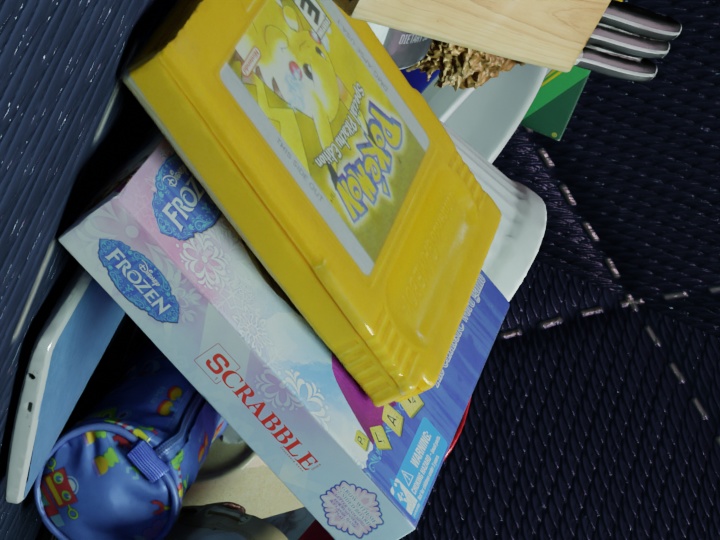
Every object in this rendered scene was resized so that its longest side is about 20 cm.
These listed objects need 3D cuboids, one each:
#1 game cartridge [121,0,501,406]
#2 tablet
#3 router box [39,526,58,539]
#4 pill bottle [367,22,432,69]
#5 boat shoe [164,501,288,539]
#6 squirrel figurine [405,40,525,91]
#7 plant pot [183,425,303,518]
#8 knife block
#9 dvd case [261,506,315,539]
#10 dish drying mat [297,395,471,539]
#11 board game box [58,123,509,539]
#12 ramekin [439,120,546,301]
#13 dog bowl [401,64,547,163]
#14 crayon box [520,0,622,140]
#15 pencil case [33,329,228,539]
[{"bbox_3d":[-0.013,-0.056,0.990,0.032,0.200,0.176,-28,-160,30],"label":"game cartridge"},{"bbox_3d":[-0.125,0.006,1.049,0.130,0.014,0.200,110,3,-47],"label":"tablet"},{"bbox_3d":[-0.193,0.246,1.300,0.149,0.051,0.201,89,22,-85],"label":"router box"},{"bbox_3d":[0.016,-0.210,1.071,0.106,0.106,0.201,-63,175,-62],"label":"pill bottle"},{"bbox_3d":[-0.079,0.162,1.175,0.069,0.074,0.200,-30,-173,-15],"label":"boat shoe"},{"bbox_3d":[0.064,-0.209,1.258,0.187,0.141,0.201,37,36,-80],"label":"squirrel figurine"},{"bbox_3d":[-0.088,0.131,1.425,0.200,0.187,0.188,76,35,-63],"label":"plant pot"},{"bbox_3d":[0.075,-0.135,1.053,0.200,0.064,0.176,-32,138,-14],"label":"knife block"},{"bbox_3d":[-0.079,0.205,1.237,0.199,0.022,0.146,-19,-144,38],"label":"dvd case"},{"bbox_3d":[-0.004,0.131,1.126,0.200,0.018,0.077,-52,-169,32],"label":"dish drying mat"},{"bbox_3d":[-0.026,0.002,1.007,0.041,0.200,0.200,-34,-165,31],"label":"board game box"},{"bbox_3d":[0.000,0.000,1.206,0.200,0.098,0.201,-43,-164,15],"label":"ramekin"},{"bbox_3d":[0.035,-0.098,1.424,0.200,0.079,0.200,-47,167,-14],"label":"dog bowl"},{"bbox_3d":[0.089,-0.211,1.575,0.058,0.199,0.173,-64,176,-48],"label":"crayon box"},{"bbox_3d":[-0.116,0.087,1.204,0.087,0.078,0.200,-42,-173,20],"label":"pencil case"}]
